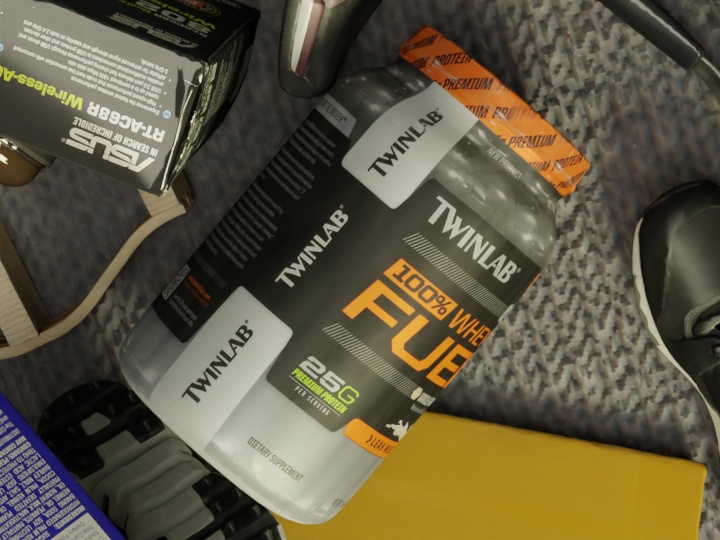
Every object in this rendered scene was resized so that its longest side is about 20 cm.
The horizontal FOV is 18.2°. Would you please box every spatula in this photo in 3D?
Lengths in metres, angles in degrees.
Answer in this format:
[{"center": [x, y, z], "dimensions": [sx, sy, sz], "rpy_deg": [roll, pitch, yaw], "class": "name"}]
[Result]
[{"center": [0.156, -0.078, 0.991], "dimensions": [0.200, 0.057, 0.021], "rpy_deg": [46, 63, -1], "class": "spatula"}]

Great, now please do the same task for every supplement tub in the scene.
[{"center": [0.000, 0.000, 0.971], "dimensions": [0.122, 0.123, 0.200], "rpy_deg": [39, 93, -6], "class": "supplement tub"}]

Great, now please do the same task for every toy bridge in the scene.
[{"center": [-0.168, 0.005, 1.052], "dimensions": [0.199, 0.027, 0.067], "rpy_deg": [-23, 103, 12], "class": "toy bridge"}]

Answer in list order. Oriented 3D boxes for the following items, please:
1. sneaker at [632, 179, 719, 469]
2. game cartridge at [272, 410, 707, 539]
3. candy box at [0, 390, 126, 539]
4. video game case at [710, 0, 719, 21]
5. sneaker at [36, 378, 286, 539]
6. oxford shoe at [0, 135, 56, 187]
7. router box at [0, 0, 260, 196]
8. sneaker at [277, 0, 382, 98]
[{"center": [0.188, 0.053, 0.988], "dimensions": [0.076, 0.088, 0.201], "rpy_deg": [-27, 105, -8], "class": "sneaker"}, {"center": [0.048, 0.154, 1.017], "dimensions": [0.199, 0.032, 0.177], "rpy_deg": [10, 65, 4], "class": "game cartridge"}, {"center": [-0.116, 0.166, 0.918], "dimensions": [0.077, 0.169, 0.200], "rpy_deg": [-36, 77, -22], "class": "candy box"}, {"center": [0.138, -0.156, 0.892], "dimensions": [0.023, 0.182, 0.201], "rpy_deg": [-26, 102, 5], "class": "video game case"}, {"center": [-0.075, 0.129, 0.990], "dimensions": [0.066, 0.200, 0.091], "rpy_deg": [-30, 129, -16], "class": "sneaker"}, {"center": [-0.236, -0.069, 1.003], "dimensions": [0.199, 0.073, 0.085], "rpy_deg": [19, 91, -7], "class": "oxford shoe"}, {"center": [-0.151, -0.108, 0.953], "dimensions": [0.199, 0.150, 0.062], "rpy_deg": [21, 106, 0], "class": "router box"}, {"center": [0.040, -0.155, 0.961], "dimensions": [0.115, 0.076, 0.201], "rpy_deg": [18, 106, -2], "class": "sneaker"}]
